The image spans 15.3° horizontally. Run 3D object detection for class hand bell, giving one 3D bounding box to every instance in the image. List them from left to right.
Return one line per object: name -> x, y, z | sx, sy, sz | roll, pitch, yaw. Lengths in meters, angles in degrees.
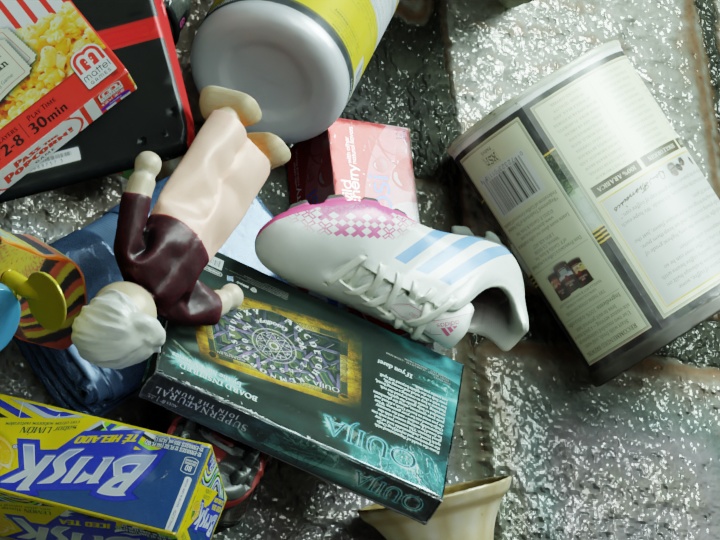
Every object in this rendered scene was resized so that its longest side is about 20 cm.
hand bell -> 0.071, 0.243, 1.755 | 0.104, 0.104, 0.200 | -12, 88, -34

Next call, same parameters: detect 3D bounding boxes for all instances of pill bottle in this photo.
pill bottle -> -0.035, -0.185, 1.839 | 0.112, 0.112, 0.200 | 37, 41, -11

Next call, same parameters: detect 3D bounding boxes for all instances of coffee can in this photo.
coffee can -> 0.175, -0.040, 1.886 | 0.146, 0.146, 0.200 | -29, 85, -36

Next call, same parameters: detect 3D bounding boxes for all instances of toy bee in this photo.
toy bee -> -0.226, -0.004, 1.570 | 0.131, 0.109, 0.200 | 24, 14, 14

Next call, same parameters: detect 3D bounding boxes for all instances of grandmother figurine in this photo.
grandmother figurine -> -0.113, -0.016, 1.638 | 0.121, 0.061, 0.200 | 49, 52, -22

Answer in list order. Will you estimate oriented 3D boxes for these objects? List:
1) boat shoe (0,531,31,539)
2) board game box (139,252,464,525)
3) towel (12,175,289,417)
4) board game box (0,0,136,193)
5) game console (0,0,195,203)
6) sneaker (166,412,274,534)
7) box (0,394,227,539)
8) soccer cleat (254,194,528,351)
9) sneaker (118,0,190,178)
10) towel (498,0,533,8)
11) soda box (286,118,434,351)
boat shoe -> -0.207, 0.177, 1.633 | 0.067, 0.057, 0.200 | 16, 50, 18
board game box -> -0.034, 0.070, 1.689 | 0.200, 0.028, 0.135 | 25, 38, -10
towel -> -0.138, 0.010, 1.743 | 0.200, 0.049, 0.112 | -33, 87, -35
board game box -> -0.261, -0.148, 1.679 | 0.151, 0.046, 0.200 | -39, 79, -4
game console -> -0.219, -0.133, 1.713 | 0.200, 0.031, 0.177 | -15, 79, 1
sneaker -> -0.086, 0.108, 1.717 | 0.071, 0.098, 0.200 | 32, 35, 1
box -> -0.185, 0.123, 1.590 | 0.200, 0.070, 0.064 | 12, 60, 14
soccer cleat -> 0.027, 0.006, 1.741 | 0.200, 0.070, 0.086 | 8, 47, -31
sneaker -> -0.149, -0.159, 1.786 | 0.084, 0.077, 0.200 | 4, 70, -30
towel -> 0.076, -0.268, 1.905 | 0.192, 0.200, 0.035 | 37, 76, -12
soda box -> 0.000, 0.000, 1.818 | 0.070, 0.063, 0.200 | 6, 65, -29
